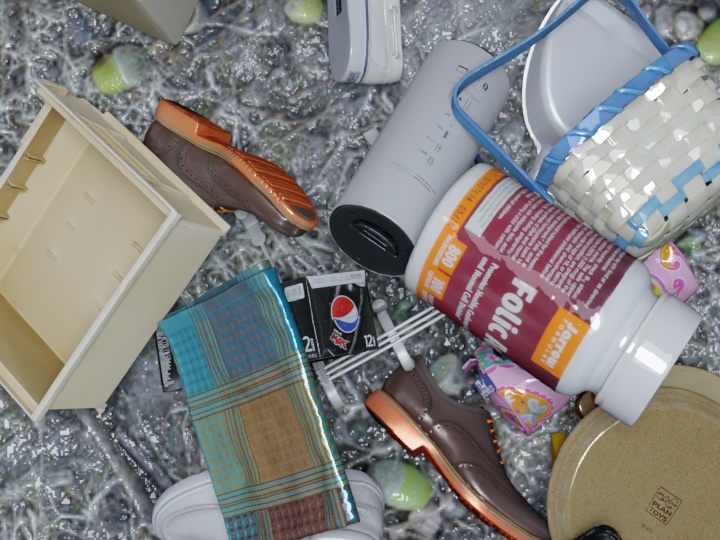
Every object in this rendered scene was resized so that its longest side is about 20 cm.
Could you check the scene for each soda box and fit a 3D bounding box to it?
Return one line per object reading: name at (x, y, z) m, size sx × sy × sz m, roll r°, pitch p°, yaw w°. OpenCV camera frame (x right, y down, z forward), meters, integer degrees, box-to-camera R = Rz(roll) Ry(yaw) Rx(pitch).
soda box at (-0.080, 0.051, 0.952) m, size 0.199 × 0.070 × 0.064 m, roll -15°, pitch 84°, yaw 43°

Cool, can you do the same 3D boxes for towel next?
towel at (-0.082, 0.108, 0.900) m, size 0.146 × 0.022 × 0.203 m, roll -26°, pitch 80°, yaw 43°

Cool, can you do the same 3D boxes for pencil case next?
pencil case at (0.181, 0.046, 0.981) m, size 0.199 × 0.087 × 0.088 m, roll -40°, pitch 83°, yaw 1°

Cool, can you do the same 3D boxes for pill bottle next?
pill bottle at (0.141, 0.019, 0.876) m, size 0.199 × 0.114 × 0.115 m, roll 34°, pitch 88°, yaw 15°

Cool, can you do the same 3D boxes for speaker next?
speaker at (0.050, -0.093, 0.963) m, size 0.080 × 0.082 × 0.201 m, roll 26°, pitch 58°, yaw 6°

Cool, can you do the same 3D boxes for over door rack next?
over door rack at (0.000, 0.000, 1.014) m, size 0.146 × 0.067 × 0.202 m, roll -29°, pitch 69°, yaw 1°

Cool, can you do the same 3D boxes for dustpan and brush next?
dustpan and brush at (0.178, -0.122, 1.019) m, size 0.139 × 0.057 × 0.201 m, roll 34°, pitch 81°, yaw -6°

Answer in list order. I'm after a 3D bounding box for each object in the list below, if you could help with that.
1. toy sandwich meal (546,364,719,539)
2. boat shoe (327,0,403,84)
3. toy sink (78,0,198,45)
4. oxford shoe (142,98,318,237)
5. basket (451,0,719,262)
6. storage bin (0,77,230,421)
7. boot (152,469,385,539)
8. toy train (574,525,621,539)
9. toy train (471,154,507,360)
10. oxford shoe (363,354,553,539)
toy sandwich meal at (0.237, 0.179, 0.976) m, size 0.202 × 0.070 × 0.208 m, roll 0°, pitch 92°, yaw -4°
boat shoe at (0.012, -0.260, 1.039) m, size 0.069 × 0.071 × 0.203 m, roll 2°, pitch 80°, yaw -23°
toy sink at (-0.179, -0.321, 1.021) m, size 0.111 × 0.130 × 0.202 m, roll 24°, pitch 87°, yaw 7°
oxford shoe at (-0.114, -0.070, 1.004) m, size 0.199 × 0.071 × 0.073 m, roll 37°, pitch 101°, yaw 35°
basket at (0.190, -0.111, 0.924) m, size 0.175 × 0.139 × 0.201 m, roll -34°, pitch 78°, yaw -10°
storage bin at (-0.243, -0.020, 0.975) m, size 0.198 × 0.093 × 0.201 m, roll 41°, pitch 102°, yaw 23°
boot at (-0.078, 0.214, 0.968) m, size 0.197 × 0.096 × 0.074 m, roll -7°, pitch 116°, yaw 3°
toy train at (0.130, 0.254, 0.940) m, size 0.034 × 0.046 × 0.200 m, roll 48°, pitch 124°, yaw -1°
toy train at (0.107, -0.020, 0.982) m, size 0.045 × 0.034 × 0.202 m, roll -16°, pitch 59°, yaw 5°
oxford shoe at (0.096, 0.154, 0.985) m, size 0.200 × 0.071 × 0.073 m, roll 43°, pitch 81°, yaw 6°
